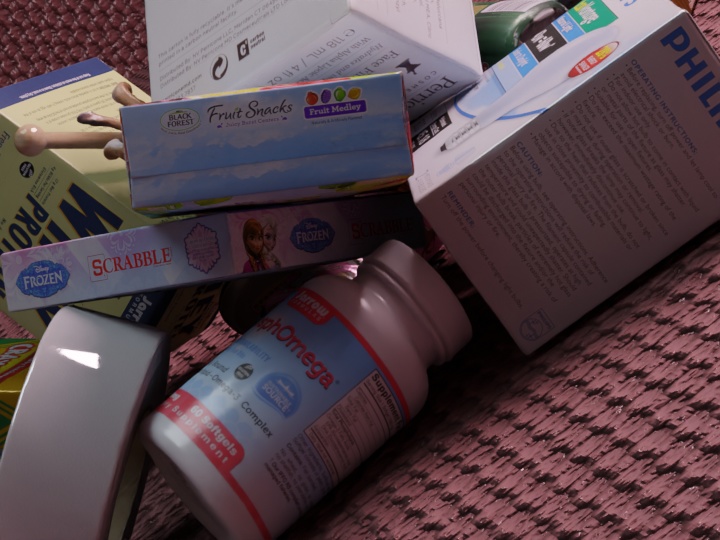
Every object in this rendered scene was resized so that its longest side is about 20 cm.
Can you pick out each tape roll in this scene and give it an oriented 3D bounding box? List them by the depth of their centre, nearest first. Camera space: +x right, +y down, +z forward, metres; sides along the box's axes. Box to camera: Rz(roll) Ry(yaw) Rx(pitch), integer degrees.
[{"bbox_3d":[-0.177,0.126,1.399,0.202,0.070,0.204,14,-90,-88],"label":"tape roll"}]

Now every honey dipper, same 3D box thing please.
[{"bbox_3d":[-0.181,-0.095,1.606,0.038,0.038,0.200,-28,-12,27],"label":"honey dipper"}]

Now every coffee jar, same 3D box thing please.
[{"bbox_3d":[0.058,-0.144,1.589,0.199,0.105,0.085,9,28,41],"label":"coffee jar"}]

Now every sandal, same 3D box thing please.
[{"bbox_3d":[-0.029,-0.014,1.714,0.200,0.082,0.055,-41,36,13],"label":"sandal"}]

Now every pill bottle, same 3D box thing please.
[{"bbox_3d":[-0.030,0.074,1.371,0.200,0.109,0.109,-41,15,-15],"label":"pill bottle"}]

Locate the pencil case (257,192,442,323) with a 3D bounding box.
[{"bbox_3d":[0.000,0.000,1.591,0.086,0.083,0.200,3,34,26],"label":"pencil case"}]

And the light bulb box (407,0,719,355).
[{"bbox_3d":[0.141,-0.075,1.411,0.200,0.125,0.198,-36,14,6],"label":"light bulb box"}]

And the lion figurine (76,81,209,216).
[{"bbox_3d":[-0.110,-0.063,1.584,0.073,0.122,0.200,-56,-27,13],"label":"lion figurine"}]

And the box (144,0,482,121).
[{"bbox_3d":[-0.038,-0.192,1.520,0.198,0.130,0.201,-30,55,37],"label":"box"}]

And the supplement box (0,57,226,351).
[{"bbox_3d":[-0.199,-0.041,1.713,0.135,0.199,0.200,-57,-9,23],"label":"supplement box"}]

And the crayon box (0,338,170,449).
[{"bbox_3d":[-0.244,0.095,1.725,0.199,0.051,0.127,0,17,25],"label":"crayon box"}]

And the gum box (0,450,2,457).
[{"bbox_3d":[-0.299,0.171,1.817,0.200,0.045,0.170,-37,16,2],"label":"gum box"}]

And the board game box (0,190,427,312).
[{"bbox_3d":[-0.094,-0.013,1.444,0.199,0.041,0.199,-9,-1,37],"label":"board game box"}]

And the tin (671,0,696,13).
[{"bbox_3d":[0.221,-0.209,1.813,0.112,0.042,0.200,-24,19,28],"label":"tin"}]

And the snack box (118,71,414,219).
[{"bbox_3d":[-0.057,-0.074,1.366,0.167,0.068,0.200,-7,-1,-3],"label":"snack box"}]

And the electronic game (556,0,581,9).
[{"bbox_3d":[0.158,-0.229,1.876,0.200,0.042,0.200,-41,9,8],"label":"electronic game"}]

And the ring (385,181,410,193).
[{"bbox_3d":[0.104,-0.095,1.608,0.199,0.019,0.201,-11,25,5],"label":"ring"}]
